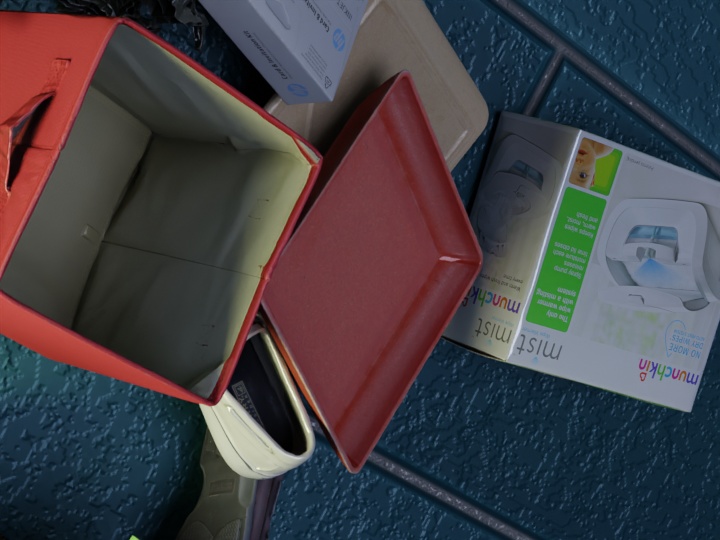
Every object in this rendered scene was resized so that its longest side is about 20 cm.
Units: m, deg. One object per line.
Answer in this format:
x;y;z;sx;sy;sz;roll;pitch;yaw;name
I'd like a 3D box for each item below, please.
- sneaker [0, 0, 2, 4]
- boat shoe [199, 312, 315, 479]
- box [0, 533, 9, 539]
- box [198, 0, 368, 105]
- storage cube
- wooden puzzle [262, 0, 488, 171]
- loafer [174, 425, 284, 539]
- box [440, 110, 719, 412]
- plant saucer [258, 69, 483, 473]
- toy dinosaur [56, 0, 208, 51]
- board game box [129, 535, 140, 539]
-0.275;-0.162;1.185;0.199;0.115;0.081;-28;116;-25;sneaker
-0.088;0.041;1.364;0.073;0.065;0.201;-37;98;-35;boat shoe
-0.189;0.256;1.331;0.086;0.164;0.200;-52;124;-10;box
-0.040;-0.231;1.312;0.156;0.041;0.201;48;50;-45;box
-0.165;-0.042;1.235;0.200;0.179;0.172;32;76;-39;storage cube
-0.003;-0.092;1.423;0.200;0.037;0.185;-56;141;-14;wooden puzzle
-0.082;0.175;1.415;0.063;0.072;0.201;32;63;-41;loafer
0.175;-0.004;1.551;0.199;0.096;0.177;17;91;-37;box
0.000;0.000;1.393;0.200;0.037;0.200;-57;142;-28;plant saucer
-0.115;-0.214;1.300;0.199;0.102;0.136;27;70;-15;toy dinosaur
-0.144;0.277;1.249;0.134;0.029;0.200;41;80;-36;board game box
